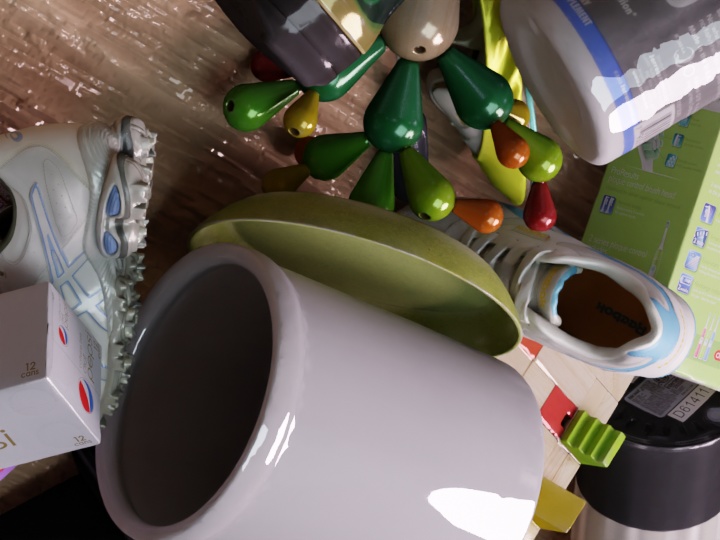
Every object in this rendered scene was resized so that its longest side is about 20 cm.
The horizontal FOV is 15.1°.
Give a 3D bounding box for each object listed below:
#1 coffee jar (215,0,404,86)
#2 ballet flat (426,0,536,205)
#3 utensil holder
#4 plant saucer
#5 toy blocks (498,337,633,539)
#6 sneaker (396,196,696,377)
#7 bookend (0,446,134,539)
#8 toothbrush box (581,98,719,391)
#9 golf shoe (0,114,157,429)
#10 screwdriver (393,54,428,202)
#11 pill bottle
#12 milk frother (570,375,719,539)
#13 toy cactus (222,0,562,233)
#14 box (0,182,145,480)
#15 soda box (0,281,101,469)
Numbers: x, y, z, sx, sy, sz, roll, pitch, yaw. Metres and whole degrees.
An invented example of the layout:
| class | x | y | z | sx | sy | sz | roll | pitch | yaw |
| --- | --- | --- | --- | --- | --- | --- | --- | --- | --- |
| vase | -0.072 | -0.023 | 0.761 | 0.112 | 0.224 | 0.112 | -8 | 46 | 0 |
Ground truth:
| class | x | y | z | sx | sy | sz | roll | pitch | yaw |
| --- | --- | --- | --- | --- | --- | --- | --- | --- | --- |
| coffee jar | 0.010 | -0.194 | 1.448 | 0.200 | 0.104 | 0.085 | -43 | 133 | 0 |
| ballet flat | 0.071 | -0.128 | 1.581 | 0.067 | 0.067 | 0.201 | -5 | 124 | -8 |
| utensil holder | -0.020 | 0.094 | 1.515 | 0.199 | 0.170 | 0.170 | 21 | 108 | -34 |
| plant saucer | 0.000 | 0.000 | 1.548 | 0.200 | 0.199 | 0.031 | 37 | 63 | -46 |
| toy blocks | 0.084 | 0.079 | 1.705 | 0.137 | 0.100 | 0.200 | 47 | 65 | -29 |
| sneaker | 0.100 | 0.003 | 1.605 | 0.081 | 0.199 | 0.077 | 22 | 87 | -72 |
| bookend | -0.207 | 0.231 | 1.615 | 0.199 | 0.092 | 0.199 | -28 | 132 | -14 |
| toothbrush box | 0.224 | -0.030 | 1.699 | 0.145 | 0.086 | 0.201 | 18 | 92 | -43 |
| golf shoe | -0.163 | -0.001 | 1.451 | 0.097 | 0.079 | 0.201 | 5 | 128 | -4 |
| screwdriver | 0.019 | -0.123 | 1.567 | 0.029 | 0.028 | 0.201 | -7 | 128 | 5 |
| pill bottle | 0.188 | -0.154 | 1.510 | 0.199 | 0.114 | 0.114 | -31 | 135 | -9 |
| milk frother | 0.247 | 0.162 | 1.819 | 0.180 | 0.200 | 0.189 | -23 | 133 | -26 |
| toy cactus | 0.027 | -0.105 | 1.523 | 0.199 | 0.102 | 0.166 | 13 | 101 | -2 |
| box | -0.215 | 0.019 | 1.488 | 0.137 | 0.039 | 0.200 | -43 | 136 | -1 |
| soda box | -0.238 | 0.071 | 1.419 | 0.199 | 0.064 | 0.068 | -15 | 141 | 15 |
